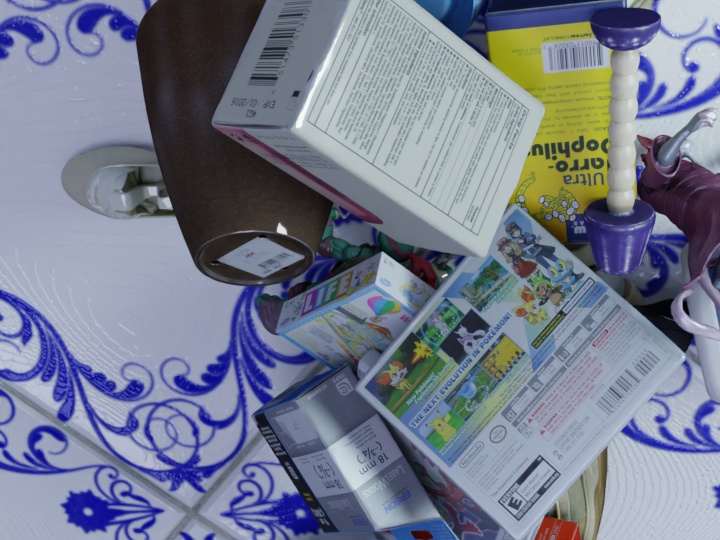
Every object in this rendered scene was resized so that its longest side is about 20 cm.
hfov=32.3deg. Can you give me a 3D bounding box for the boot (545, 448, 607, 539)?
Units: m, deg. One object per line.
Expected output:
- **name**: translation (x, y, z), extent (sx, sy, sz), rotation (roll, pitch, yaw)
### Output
- **boot**: translation (0.162, 0.209, 1.223), extent (0.154, 0.073, 0.201), rotation (6, 131, 15)

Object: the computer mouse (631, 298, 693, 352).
- **computer mouse**: translation (0.221, 0.087, 1.083), extent (0.046, 0.199, 0.141), rotation (50, 116, 30)

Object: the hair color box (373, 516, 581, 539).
- **hair color box**: translation (0.120, 0.279, 1.226), extent (0.199, 0.061, 0.102), rotation (7, 139, 28)

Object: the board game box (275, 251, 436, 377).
- **board game box**: translation (0.043, 0.070, 1.096), extent (0.200, 0.034, 0.134), rotation (36, 140, -27)

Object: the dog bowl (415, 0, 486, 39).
- **dog bowl**: translation (0.047, -0.270, 0.977), extent (0.111, 0.050, 0.202), rotation (8, 117, 32)

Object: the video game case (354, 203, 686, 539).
- **video game case**: translation (0.124, 0.081, 0.992), extent (0.182, 0.022, 0.200), rotation (42, 99, 10)

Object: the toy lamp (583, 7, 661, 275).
- **toy lamp**: translation (0.196, -0.092, 0.937), extent (0.058, 0.058, 0.201), rotation (-1, 117, 11)

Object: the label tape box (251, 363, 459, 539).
- **label tape box**: translation (-0.005, 0.192, 1.129), extent (0.201, 0.063, 0.144), rotation (58, 156, -1)

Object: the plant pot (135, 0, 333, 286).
- **plant pot**: translation (-0.085, -0.097, 0.988), extent (0.185, 0.201, 0.187), rotation (-4, 154, -2)

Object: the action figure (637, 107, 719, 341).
- **action figure**: translation (0.280, -0.045, 1.004), extent (0.133, 0.200, 0.150), rotation (21, 107, -35)

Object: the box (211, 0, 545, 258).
- **box**: translation (0.016, -0.111, 0.894), extent (0.199, 0.109, 0.129), rotation (31, 78, -37)

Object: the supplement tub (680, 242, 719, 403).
- **supplement tub**: translation (0.379, 0.027, 1.041), extent (0.198, 0.145, 0.145), rotation (-12, 115, 16)

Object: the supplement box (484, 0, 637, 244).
- **supplement box**: translation (0.166, -0.134, 1.014), extent (0.109, 0.109, 0.201), rotation (-4, 117, 12)

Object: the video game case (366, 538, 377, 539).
- **video game case**: translation (0.009, 0.358, 1.304), extent (0.182, 0.023, 0.199), rotation (46, 138, -18)

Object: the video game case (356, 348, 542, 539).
- **video game case**: translation (0.071, 0.180, 1.106), extent (0.200, 0.023, 0.183), rotation (38, 150, 20)

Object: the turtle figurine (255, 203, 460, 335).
- **turtle figurine**: translation (0.000, 0.000, 1.129), extent (0.150, 0.101, 0.200), rotation (40, 124, -11)

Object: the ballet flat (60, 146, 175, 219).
- **ballet flat**: translation (-0.189, -0.075, 1.138), extent (0.198, 0.070, 0.070), rotation (0, 118, 11)

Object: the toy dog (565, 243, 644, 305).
- **toy dog**: translation (0.163, 0.044, 1.118), extent (0.132, 0.096, 0.200), rotation (36, 118, -9)
